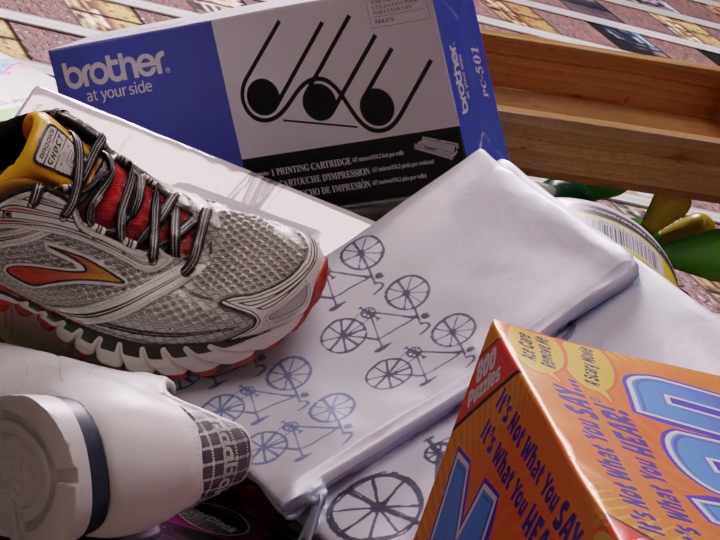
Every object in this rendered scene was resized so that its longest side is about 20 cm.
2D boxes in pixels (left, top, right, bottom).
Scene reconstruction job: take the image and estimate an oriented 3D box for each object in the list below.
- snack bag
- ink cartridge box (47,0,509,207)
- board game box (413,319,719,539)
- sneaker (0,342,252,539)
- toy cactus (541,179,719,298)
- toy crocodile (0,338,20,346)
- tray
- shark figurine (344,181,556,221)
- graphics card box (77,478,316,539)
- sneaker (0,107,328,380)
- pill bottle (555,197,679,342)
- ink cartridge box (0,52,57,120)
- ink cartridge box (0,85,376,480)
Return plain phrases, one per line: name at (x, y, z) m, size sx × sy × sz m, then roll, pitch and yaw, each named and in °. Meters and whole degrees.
snack bag at (0.043, 0.046, 1.040) m, size 0.188 × 0.021 × 0.200 m, roll -33°, pitch 46°, yaw -19°
ink cartridge box at (-0.039, -0.073, 1.207) m, size 0.200 × 0.094 × 0.044 m, roll -8°, pitch 11°, yaw 29°
board game box at (0.122, 0.163, 0.869) m, size 0.200 × 0.200 × 0.200 m, roll 14°, pitch 17°, yaw -14°
sneaker at (-0.117, 0.065, 1.039) m, size 0.080 × 0.076 × 0.200 m, roll -11°, pitch 14°, yaw -27°
toy cactus at (0.084, -0.015, 1.337) m, size 0.200 × 0.102 × 0.165 m, roll 29°, pitch 38°, yaw 20°
toy crocodile at (-0.171, 0.050, 1.156) m, size 0.200 × 0.062 × 0.068 m, roll 22°, pitch 17°, yaw 12°
tray at (0.105, -0.076, 1.306) m, size 0.200 × 0.037 × 0.099 m, roll 7°, pitch 28°, yaw -18°
shark figurine at (-0.022, 0.004, 1.266) m, size 0.214 × 0.090 × 0.128 m, roll -5°, pitch 11°, yaw 46°
graphics card box at (-0.030, 0.137, 1.053) m, size 0.125 × 0.051 × 0.200 m, roll 27°, pitch 20°, yaw 25°
sneaker at (-0.111, -0.016, 1.058) m, size 0.200 × 0.082 × 0.078 m, roll 11°, pitch 46°, yaw 1°
pill bottle at (0.085, 0.059, 1.126) m, size 0.112 × 0.112 × 0.200 m, roll 17°, pitch 28°, yaw -6°
ink cartridge box at (-0.235, -0.087, 1.512) m, size 0.200 × 0.067 × 0.117 m, roll 26°, pitch 18°, yaw 23°
ink cartridge box at (-0.072, 0.022, 1.180) m, size 0.200 × 0.146 × 0.085 m, roll 24°, pitch 58°, yaw 8°
